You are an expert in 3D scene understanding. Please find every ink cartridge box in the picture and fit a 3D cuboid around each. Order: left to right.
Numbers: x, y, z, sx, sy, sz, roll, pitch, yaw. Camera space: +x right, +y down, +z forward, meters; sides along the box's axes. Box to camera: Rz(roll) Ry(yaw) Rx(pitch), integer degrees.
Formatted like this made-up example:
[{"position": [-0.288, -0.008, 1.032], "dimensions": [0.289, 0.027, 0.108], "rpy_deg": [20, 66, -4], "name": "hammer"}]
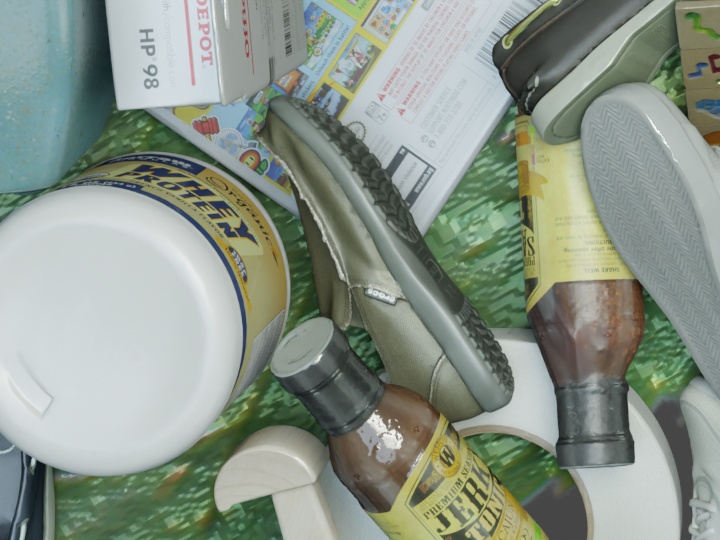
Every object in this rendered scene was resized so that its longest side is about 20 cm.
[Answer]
[{"position": [-0.081, -0.145, 1.494], "dimensions": [0.066, 0.200, 0.117], "rpy_deg": [-3, 99, 11], "name": "ink cartridge box"}]

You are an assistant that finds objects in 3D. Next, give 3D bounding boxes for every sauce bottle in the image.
[{"position": [0.027, 0.105, 1.536], "dimensions": [0.065, 0.065, 0.200], "rpy_deg": [-35, 119, 13], "name": "sauce bottle"}, {"position": [0.115, 0.001, 1.560], "dimensions": [0.066, 0.066, 0.201], "rpy_deg": [-3, 84, 10], "name": "sauce bottle"}]

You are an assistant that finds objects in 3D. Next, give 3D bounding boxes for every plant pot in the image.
[{"position": [-0.215, -0.143, 1.550], "dimensions": [0.194, 0.196, 0.201], "rpy_deg": [-5, 105, 10], "name": "plant pot"}]

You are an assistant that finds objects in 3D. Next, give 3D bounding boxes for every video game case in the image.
[{"position": [-0.002, -0.127, 1.599], "dimensions": [0.182, 0.023, 0.201], "rpy_deg": [34, 104, 2], "name": "video game case"}]

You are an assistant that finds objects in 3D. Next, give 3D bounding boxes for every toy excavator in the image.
[{"position": [-0.043, 0.206, 1.610], "dimensions": [0.195, 0.100, 0.200], "rpy_deg": [46, 110, -2], "name": "toy excavator"}]

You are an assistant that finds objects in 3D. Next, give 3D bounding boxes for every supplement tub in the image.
[{"position": [-0.115, 0.016, 1.549], "dimensions": [0.143, 0.200, 0.145], "rpy_deg": [1, 100, 9], "name": "supplement tub"}]

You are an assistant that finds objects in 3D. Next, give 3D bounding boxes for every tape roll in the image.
[{"position": [0.074, 0.131, 1.623], "dimensions": [0.201, 0.037, 0.204], "rpy_deg": [2, 100, 9], "name": "tape roll"}]

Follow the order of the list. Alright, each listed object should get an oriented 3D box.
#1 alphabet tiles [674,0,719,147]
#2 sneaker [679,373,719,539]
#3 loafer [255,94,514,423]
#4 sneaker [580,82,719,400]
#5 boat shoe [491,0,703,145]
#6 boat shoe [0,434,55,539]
[{"position": [0.243, -0.096, 1.498], "dimensions": [0.165, 0.200, 0.006], "rpy_deg": [-3, 57, 9], "name": "alphabet tiles"}, {"position": [0.200, 0.153, 1.579], "dimensions": [0.081, 0.075, 0.201], "rpy_deg": [-20, 95, -5], "name": "sneaker"}, {"position": [0.000, 0.000, 1.566], "dimensions": [0.069, 0.075, 0.201], "rpy_deg": [-35, 85, 13], "name": "loafer"}, {"position": [0.193, -0.031, 1.533], "dimensions": [0.073, 0.116, 0.201], "rpy_deg": [-4, 122, 51], "name": "sneaker"}, {"position": [0.153, -0.148, 1.498], "dimensions": [0.201, 0.072, 0.061], "rpy_deg": [-40, 67, 9], "name": "boat shoe"}, {"position": [-0.207, 0.084, 1.646], "dimensions": [0.074, 0.062, 0.201], "rpy_deg": [3, 100, 10], "name": "boat shoe"}]
